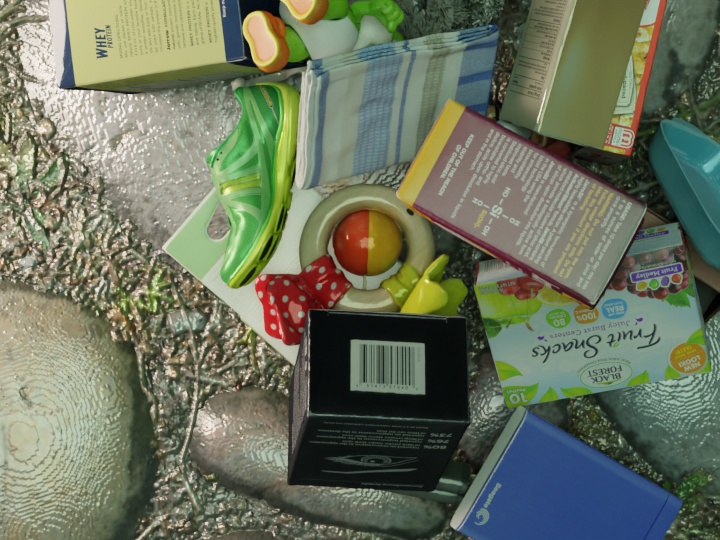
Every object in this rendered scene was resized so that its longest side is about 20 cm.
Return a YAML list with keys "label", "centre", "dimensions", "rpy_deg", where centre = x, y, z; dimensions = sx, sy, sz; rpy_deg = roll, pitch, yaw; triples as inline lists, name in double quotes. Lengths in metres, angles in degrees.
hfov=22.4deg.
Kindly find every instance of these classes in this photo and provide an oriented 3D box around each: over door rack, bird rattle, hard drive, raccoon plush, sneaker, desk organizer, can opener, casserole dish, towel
- label: "over door rack"
  centre: [-0.029, -0.202, 1.763]
  dimensions: [0.199, 0.067, 0.148]
  rpy_deg: [-12, 91, 0]
- label: "bird rattle"
  centre: [0.000, 0.000, 1.721]
  dimensions: [0.199, 0.113, 0.164]
  rpy_deg: [1, 77, 13]
- label: "hard drive"
  centre: [0.201, 0.233, 1.749]
  dimensions: [0.200, 0.025, 0.132]
  rpy_deg: [30, 90, -21]
- label: "raccoon plush"
  centre: [0.106, -0.235, 1.754]
  dimensions: [0.134, 0.097, 0.201]
  rpy_deg: [-13, 122, -36]
- label: "sneaker"
  centre: [-0.106, -0.080, 1.707]
  dimensions: [0.083, 0.074, 0.201]
  rpy_deg: [10, 81, 6]
- label: "desk organizer"
  centre: [0.269, -0.021, 1.762]
  dimensions: [0.200, 0.072, 0.077]
  rpy_deg: [32, 92, 0]
- label: "can opener"
  centre: [0.091, 0.198, 1.779]
  dimensions: [0.199, 0.053, 0.067]
  rpy_deg: [7, 56, -2]
- label: "casserole dish"
  centre: [0.335, -0.062, 1.720]
  dimensions: [0.039, 0.121, 0.200]
  rpy_deg: [-45, 47, 29]
- label: "towel"
  centre: [0.033, -0.149, 1.657]
  dimensions: [0.200, 0.147, 0.024]
  rpy_deg: [-15, 47, -23]

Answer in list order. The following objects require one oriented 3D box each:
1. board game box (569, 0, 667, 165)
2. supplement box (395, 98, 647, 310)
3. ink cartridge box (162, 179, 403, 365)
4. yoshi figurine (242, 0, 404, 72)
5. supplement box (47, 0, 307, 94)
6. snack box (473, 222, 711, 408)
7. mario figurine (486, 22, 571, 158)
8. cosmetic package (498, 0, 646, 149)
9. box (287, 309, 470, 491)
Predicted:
- label: "board game box"
  centre: [0.246, -0.205, 1.720]
  dimensions: [0.046, 0.152, 0.201]
  rpy_deg: [12, 91, 0]
- label: "supplement box"
  centre: [0.145, -0.056, 1.617]
  dimensions: [0.200, 0.131, 0.103]
  rpy_deg: [29, 90, 8]
- label: "ink cartridge box"
  centre: [-0.071, -0.009, 1.769]
  dimensions: [0.200, 0.048, 0.146]
  rpy_deg: [41, 91, -2]
- label: "yoshi figurine"
  centre: [-0.009, -0.198, 1.647]
  dimensions: [0.112, 0.200, 0.112]
  rpy_deg: [4, 87, 33]
- label: "supplement box"
  centre: [-0.176, -0.276, 1.696]
  dimensions: [0.199, 0.134, 0.201]
  rpy_deg: [-7, 90, 24]
- label: "snack box"
  centre: [0.221, 0.044, 1.726]
  dimensions: [0.199, 0.053, 0.143]
  rpy_deg: [-12, 117, 13]
- label: "mario figurine"
  centre: [0.155, -0.182, 1.735]
  dimensions: [0.106, 0.123, 0.201]
  rpy_deg: [29, 114, 36]
- label: "cosmetic package"
  centre: [0.197, -0.216, 1.622]
  dimensions: [0.071, 0.105, 0.201]
  rpy_deg: [13, 99, -17]
- label: "box"
  centre: [0.012, 0.123, 1.663]
  dimensions: [0.148, 0.200, 0.105]
  rpy_deg: [3, 65, -8]
